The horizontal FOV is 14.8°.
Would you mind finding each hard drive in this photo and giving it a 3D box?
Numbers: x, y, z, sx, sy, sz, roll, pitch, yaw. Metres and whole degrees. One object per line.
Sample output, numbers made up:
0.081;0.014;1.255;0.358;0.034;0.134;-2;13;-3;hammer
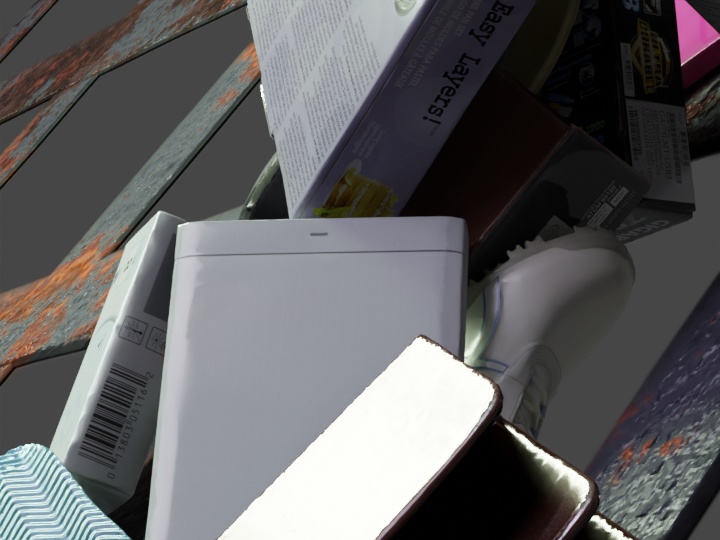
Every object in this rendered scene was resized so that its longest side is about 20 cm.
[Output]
-0.022;0.068;1.196;0.132;0.027;0.200;-1;59;8;hard drive

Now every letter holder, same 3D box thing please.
0.010;0.144;1.041;0.200;0.101;0.142;-45;27;-6;letter holder

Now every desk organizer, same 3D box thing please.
0.035;0.005;1.298;0.200;0.072;0.077;-51;48;7;desk organizer

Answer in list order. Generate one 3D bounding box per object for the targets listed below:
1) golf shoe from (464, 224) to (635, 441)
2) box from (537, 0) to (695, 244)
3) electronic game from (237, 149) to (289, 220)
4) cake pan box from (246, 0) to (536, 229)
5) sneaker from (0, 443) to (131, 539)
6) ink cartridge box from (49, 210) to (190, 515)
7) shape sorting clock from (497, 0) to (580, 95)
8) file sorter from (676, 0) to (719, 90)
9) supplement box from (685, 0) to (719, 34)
0.060;0.068;1.237;0.200;0.078;0.097;-42;43;-6;golf shoe
0.081;-0.099;1.406;0.200;0.050;0.199;-23;64;51;box
0.000;0.000;1.409;0.200;0.042;0.200;-18;62;39;electronic game
0.015;-0.138;1.286;0.184;0.052;0.200;-56;28;28;cake pan box
-0.138;0.168;1.400;0.076;0.081;0.200;-31;37;-4;sneaker
-0.150;0.068;1.577;0.200;0.047;0.160;-35;34;63;ink cartridge box
0.037;-0.134;1.380;0.200;0.039;0.200;-20;61;42;shape sorting clock
0.200;-0.213;1.476;0.200;0.125;0.139;-36;18;22;file sorter
0.217;-0.205;1.251;0.200;0.200;0.134;-50;17;-3;supplement box
